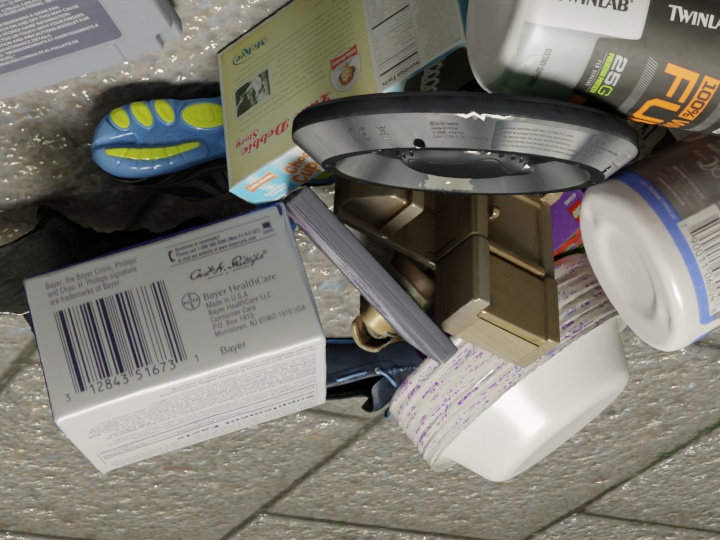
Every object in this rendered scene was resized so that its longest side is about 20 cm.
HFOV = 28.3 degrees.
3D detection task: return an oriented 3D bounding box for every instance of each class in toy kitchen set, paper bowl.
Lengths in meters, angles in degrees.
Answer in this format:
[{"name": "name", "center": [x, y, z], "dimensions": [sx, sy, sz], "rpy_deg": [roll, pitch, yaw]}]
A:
[{"name": "toy kitchen set", "center": [0.099, -0.081, 0.958], "dimensions": [0.163, 0.201, 0.180], "rpy_deg": [25, 137, -26]}, {"name": "paper bowl", "center": [0.129, 0.087, 1.121], "dimensions": [0.200, 0.104, 0.201], "rpy_deg": [-34, 164, -11]}]

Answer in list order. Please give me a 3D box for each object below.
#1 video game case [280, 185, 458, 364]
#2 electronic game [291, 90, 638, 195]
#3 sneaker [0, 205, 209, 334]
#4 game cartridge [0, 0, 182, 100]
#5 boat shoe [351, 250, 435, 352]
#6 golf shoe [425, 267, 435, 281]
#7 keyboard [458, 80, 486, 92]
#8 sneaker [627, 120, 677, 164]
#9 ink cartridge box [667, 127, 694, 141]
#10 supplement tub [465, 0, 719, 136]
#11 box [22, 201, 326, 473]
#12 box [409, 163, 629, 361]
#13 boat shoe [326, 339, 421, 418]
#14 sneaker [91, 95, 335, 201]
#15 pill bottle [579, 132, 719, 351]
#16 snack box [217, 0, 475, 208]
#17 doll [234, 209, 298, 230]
[{"name": "video game case", "center": [0.000, 0.000, 0.992], "dimensions": [0.019, 0.143, 0.200], "rpy_deg": [-43, -175, -2]}, {"name": "electronic game", "center": [0.060, -0.075, 0.826], "dimensions": [0.199, 0.042, 0.200], "rpy_deg": [4, 175, 0]}, {"name": "sneaker", "center": [-0.217, -0.013, 1.115], "dimensions": [0.200, 0.104, 0.060], "rpy_deg": [-36, -169, -17]}, {"name": "game cartridge", "center": [-0.229, -0.165, 0.901], "dimensions": [0.199, 0.041, 0.133], "rpy_deg": [-15, 152, 11]}, {"name": "boat shoe", "center": [0.022, 0.033, 1.196], "dimensions": [0.076, 0.072, 0.200], "rpy_deg": [-46, 169, -3]}, {"name": "golf shoe", "center": [0.075, -0.044, 1.146], "dimensions": [0.091, 0.076, 0.200], "rpy_deg": [-24, 154, 9]}, {"name": "keyboard", "center": [0.115, -0.145, 0.914], "dimensions": [0.199, 0.104, 0.040], "rpy_deg": [-25, 176, 6]}, {"name": "sneaker", "center": [0.238, -0.089, 1.018], "dimensions": [0.090, 0.200, 0.067], "rpy_deg": [-30, 109, 13]}, {"name": "ink cartridge box", "center": [0.297, -0.140, 0.964], "dimensions": [0.200, 0.067, 0.116], "rpy_deg": [-3, 138, -40]}, {"name": "supplement tub", "center": [0.168, -0.142, 0.793], "dimensions": [0.199, 0.123, 0.123], "rpy_deg": [8, 146, -12]}, {"name": "box", "center": [-0.123, 0.053, 1.013], "dimensions": [0.183, 0.105, 0.200], "rpy_deg": [-17, 163, -7]}, {"name": "box", "center": [0.140, -0.005, 1.149], "dimensions": [0.200, 0.039, 0.137], "rpy_deg": [-47, 164, 31]}, {"name": "boat shoe", "center": [0.009, 0.109, 1.373], "dimensions": [0.199, 0.069, 0.084], "rpy_deg": [-3, 149, -8]}, {"name": "sneaker", "center": [-0.095, -0.091, 1.039], "dimensions": [0.199, 0.071, 0.083], "rpy_deg": [-2, 171, -14]}, {"name": "pill bottle", "center": [0.246, -0.043, 0.877], "dimensions": [0.200, 0.114, 0.114], "rpy_deg": [-26, 151, -11]}, {"name": "snack box", "center": [-0.009, -0.135, 0.921], "dimensions": [0.200, 0.117, 0.037], "rpy_deg": [-29, 143, 31]}, {"name": "doll", "center": [-0.100, -0.002, 1.144], "dimensions": [0.136, 0.049, 0.200], "rpy_deg": [-35, 171, -22]}]
